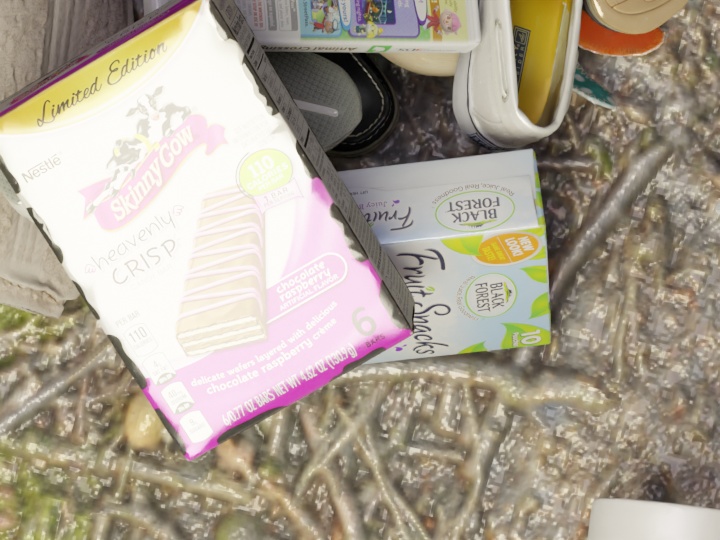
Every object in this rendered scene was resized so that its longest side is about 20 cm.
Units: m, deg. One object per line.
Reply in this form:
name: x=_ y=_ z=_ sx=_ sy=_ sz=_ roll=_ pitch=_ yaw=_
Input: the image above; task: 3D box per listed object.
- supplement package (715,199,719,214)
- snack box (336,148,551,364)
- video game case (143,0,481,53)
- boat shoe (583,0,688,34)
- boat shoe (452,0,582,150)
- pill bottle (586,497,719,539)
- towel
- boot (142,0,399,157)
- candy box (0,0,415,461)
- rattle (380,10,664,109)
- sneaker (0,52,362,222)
supplement package: x=0.326 y=-0.040 z=1.350 sx=0.200 sy=0.152 sz=0.151 roll=32 pitch=85 yaw=-13
snack box: x=0.000 y=0.000 z=1.395 sx=0.199 sy=0.142 sz=0.053 roll=-7 pitch=63 yaw=2
video game case: x=-0.031 y=-0.212 z=1.353 sx=0.182 sy=0.022 sz=0.201 roll=-1 pitch=80 yaw=-22
boat shoe: x=0.171 y=-0.220 z=1.453 sx=0.072 sy=0.065 sz=0.200 roll=24 pitch=78 yaw=-18
boat shoe: x=0.099 y=-0.166 z=1.375 sx=0.074 sy=0.086 sz=0.203 roll=14 pitch=83 yaw=-26
pill bottle: x=0.156 y=0.225 z=1.370 sx=0.119 sy=0.120 sz=0.201 roll=7 pitch=82 yaw=4
towel: x=-0.187 y=-0.079 z=1.428 sx=0.034 sy=0.132 sz=0.201 roll=4 pitch=82 yaw=34
boot: x=-0.068 y=-0.145 z=1.415 sx=0.203 sy=0.154 sz=0.074 roll=41 pitch=87 yaw=8
candy box: x=-0.079 y=-0.025 z=1.289 sx=0.136 sy=0.061 sz=0.200 roll=-30 pitch=102 yaw=9
rattle: x=0.053 y=-0.155 z=1.473 sx=0.200 sy=0.143 sz=0.131 roll=17 pitch=67 yaw=-31
sneaker: x=-0.098 y=-0.071 z=1.393 sx=0.200 sy=0.080 sz=0.071 roll=-14 pitch=77 yaw=-7
